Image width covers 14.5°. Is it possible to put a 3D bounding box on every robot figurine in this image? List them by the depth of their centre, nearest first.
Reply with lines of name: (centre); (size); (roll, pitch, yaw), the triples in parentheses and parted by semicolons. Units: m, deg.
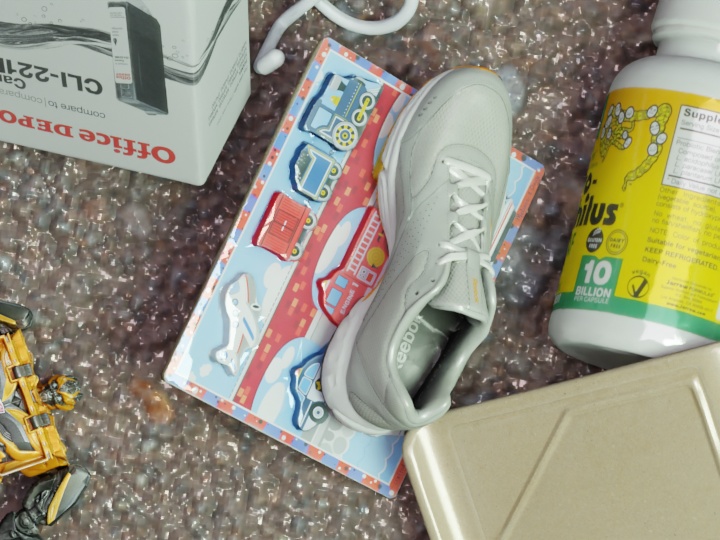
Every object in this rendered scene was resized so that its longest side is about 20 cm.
robot figurine: (-0.243, 0.097, 1.505); (0.199, 0.058, 0.146); (-22, 83, -2)

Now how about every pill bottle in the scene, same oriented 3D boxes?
pill bottle: (0.175, -0.044, 1.493); (0.112, 0.113, 0.201); (15, 82, 3)

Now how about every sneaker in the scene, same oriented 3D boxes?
sneaker: (0.048, -0.008, 1.467); (0.075, 0.092, 0.201); (17, 86, -25)

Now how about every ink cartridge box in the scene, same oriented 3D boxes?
ink cartridge box: (-0.137, -0.153, 1.456); (0.143, 0.201, 0.084); (13, 48, 13)

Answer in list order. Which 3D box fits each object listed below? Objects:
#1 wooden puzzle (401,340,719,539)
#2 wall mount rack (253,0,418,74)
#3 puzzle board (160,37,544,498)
wooden puzzle: (0.138, 0.142, 1.458); (0.199, 0.037, 0.186); (-16, 97, 25)
wall mount rack: (-0.035, -0.192, 1.481); (0.200, 0.173, 0.075); (42, 41, -18)
puzzle board: (0.000, 0.000, 1.505); (0.150, 0.017, 0.201); (28, 82, -22)
